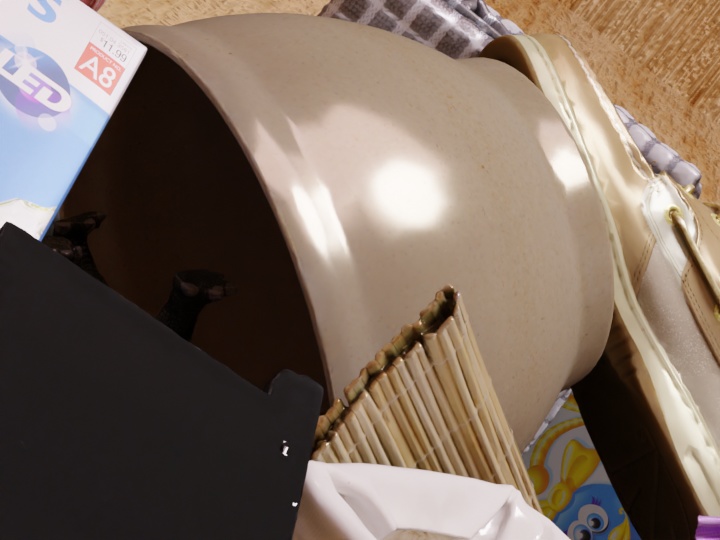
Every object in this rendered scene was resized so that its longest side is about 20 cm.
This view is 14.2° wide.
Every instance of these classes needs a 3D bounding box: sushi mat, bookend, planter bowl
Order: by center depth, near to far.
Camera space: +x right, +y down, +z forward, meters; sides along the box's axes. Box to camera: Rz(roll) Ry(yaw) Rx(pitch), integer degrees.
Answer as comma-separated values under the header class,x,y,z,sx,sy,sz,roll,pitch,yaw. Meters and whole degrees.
class,x,y,z,sx,sy,sz,roll,pitch,yaw
bookend,-0.124,0.059,0.674,0.200,0.092,0.199,34,31,-15
sushi mat,0.018,0.085,0.897,0.012,0.096,0.200,36,-15,27
planter bowl,0.000,0.000,0.976,0.135,0.201,0.200,-18,45,-25

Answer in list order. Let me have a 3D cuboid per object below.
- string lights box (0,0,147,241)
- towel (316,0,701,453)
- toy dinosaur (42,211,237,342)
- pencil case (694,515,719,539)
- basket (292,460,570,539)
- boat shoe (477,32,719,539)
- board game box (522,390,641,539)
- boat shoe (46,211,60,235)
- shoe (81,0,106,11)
class,x,y,z,sx,sy,sz,roll,pitch,yaw
string lights box,-0.149,-0.014,0.825,0.103,0.059,0.200,34,48,-12
towel,0.012,-0.005,1.105,0.166,0.200,0.086,43,10,20
toy dinosaur,-0.087,0.041,0.933,0.077,0.103,0.200,-4,17,-35
pencil case,0.130,0.179,0.931,0.084,0.086,0.200,4,49,-20
basket,0.041,0.163,0.793,0.200,0.123,0.135,44,15,28
boat shoe,0.101,0.006,1.017,0.074,0.066,0.200,-21,-89,66
board game box,0.113,0.079,1.146,0.200,0.103,0.105,19,-4,40
boat shoe,-0.175,-0.045,1.048,0.202,0.074,0.065,34,7,-30
shoe,-0.177,-0.098,1.135,0.200,0.072,0.091,-2,39,-31
